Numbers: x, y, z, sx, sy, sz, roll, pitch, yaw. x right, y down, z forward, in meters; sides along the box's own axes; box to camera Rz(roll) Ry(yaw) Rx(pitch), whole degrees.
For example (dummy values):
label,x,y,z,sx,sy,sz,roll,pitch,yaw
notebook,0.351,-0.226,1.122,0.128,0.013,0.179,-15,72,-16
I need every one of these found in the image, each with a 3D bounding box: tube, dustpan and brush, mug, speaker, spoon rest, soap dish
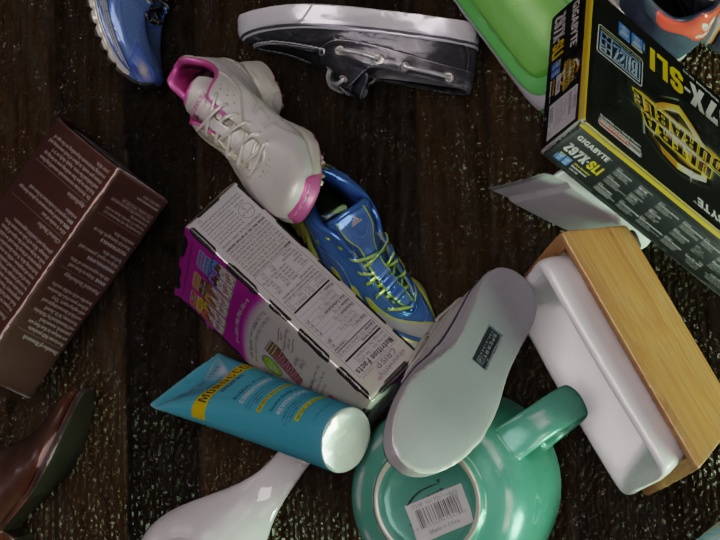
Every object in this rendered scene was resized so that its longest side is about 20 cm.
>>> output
label,x,y,z,sx,sy,sz,roll,pitch,yaw
tube,-0.076,0.108,1.626,0.199,0.077,0.051,15,127,46
dustpan and brush,0.215,-0.046,1.628,0.199,0.139,0.058,29,80,-13
mug,0.074,0.157,1.604,0.151,0.114,0.187,21,99,20
speaker,0.123,-0.219,1.648,0.088,0.088,0.201,-37,92,4
spoon rest,-0.105,0.207,1.682,0.099,0.061,0.200,45,106,11
soap dish,0.202,0.067,1.596,0.081,0.157,0.201,-27,81,-11

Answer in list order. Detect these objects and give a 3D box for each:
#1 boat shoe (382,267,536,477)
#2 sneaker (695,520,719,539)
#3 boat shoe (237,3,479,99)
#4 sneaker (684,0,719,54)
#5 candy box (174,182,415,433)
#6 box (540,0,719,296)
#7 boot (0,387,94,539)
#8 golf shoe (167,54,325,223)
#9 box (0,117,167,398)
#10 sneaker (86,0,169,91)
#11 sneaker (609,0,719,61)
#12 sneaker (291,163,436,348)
label,x,y,z,sx,sy,sz,roll,pitch,yaw
boat shoe,0.063,0.079,1.545,0.072,0.066,0.201,39,52,-14
sneaker,0.245,0.256,1.604,0.074,0.082,0.200,43,92,10
boat shoe,-0.004,-0.174,1.688,0.198,0.072,0.069,6,84,2
sneaker,0.317,-0.266,1.639,0.079,0.078,0.202,23,90,4
candy box,-0.053,0.040,1.636,0.200,0.137,0.061,44,67,9
box,0.222,-0.096,1.562,0.199,0.161,0.049,37,127,-23
boot,-0.339,0.135,1.718,0.199,0.064,0.187,30,88,14
golf shoe,-0.094,-0.105,1.638,0.076,0.091,0.200,-59,36,20
box,-0.257,-0.010,1.690,0.100,0.075,0.201,38,91,40
sneaker,-0.176,-0.249,1.713,0.088,0.079,0.202,-6,84,10
sneaker,0.203,-0.255,1.607,0.200,0.084,0.075,48,50,-3
sneaker,0.000,0.000,1.648,0.075,0.105,0.201,-34,81,-5
